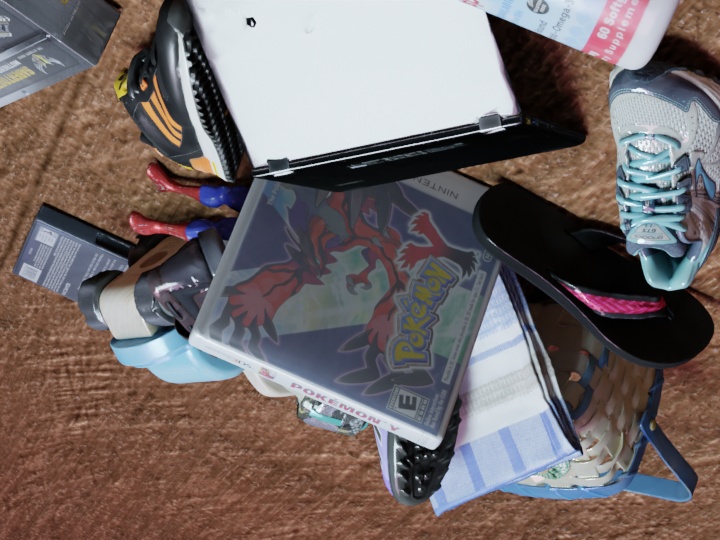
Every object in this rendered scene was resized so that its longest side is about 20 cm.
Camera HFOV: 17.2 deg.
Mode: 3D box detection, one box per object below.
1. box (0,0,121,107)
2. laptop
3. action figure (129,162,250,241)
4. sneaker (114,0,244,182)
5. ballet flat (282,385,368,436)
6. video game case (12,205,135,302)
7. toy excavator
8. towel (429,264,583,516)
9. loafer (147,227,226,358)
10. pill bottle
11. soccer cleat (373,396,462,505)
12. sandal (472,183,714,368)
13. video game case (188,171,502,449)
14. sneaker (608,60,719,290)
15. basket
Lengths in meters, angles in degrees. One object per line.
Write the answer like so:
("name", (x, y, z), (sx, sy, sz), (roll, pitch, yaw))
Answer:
("box", (-0.283, -0.182, 1.656), (0.158, 0.049, 0.200), (33, 154, -26))
("laptop", (0.019, -0.128, 1.505), (0.186, 0.117, 0.200), (-10, 173, 23))
("action figure", (-0.084, -0.047, 1.752), (0.199, 0.066, 0.099), (11, 163, 23))
("sneaker", (-0.132, -0.126, 1.620), (0.090, 0.070, 0.200), (12, 157, 13))
("ballet flat", (-0.043, 0.041, 1.771), (0.072, 0.201, 0.072), (-9, 132, -10))
("video game case", (-0.196, 0.015, 2.039), (0.199, 0.019, 0.143), (24, 157, -8))
("toy excavator", (-0.106, 0.053, 1.922), (0.100, 0.194, 0.201), (-5, 117, 45))
("towel", (0.068, 0.063, 1.712), (0.146, 0.201, 0.024), (-26, 174, 36))
("loafer", (-0.119, 0.022, 1.755), (0.063, 0.072, 0.200), (-22, 163, -5))
("pill bottle", (0.078, -0.191, 1.258), (0.199, 0.109, 0.109), (22, 156, 0))
("soccer cleat", (0.024, 0.066, 1.694), (0.073, 0.201, 0.068), (3, -171, 44))
("sandal", (0.167, 0.003, 1.646), (0.199, 0.075, 0.045), (32, 143, -16))
("video game case", (0.000, 0.000, 1.615), (0.181, 0.201, 0.023), (23, 151, -5))
("sneaker", (0.194, -0.055, 1.475), (0.077, 0.087, 0.200), (9, 154, 23))
("basket", (0.147, 0.111, 1.800), (0.176, 0.140, 0.200), (4, 153, 34))
